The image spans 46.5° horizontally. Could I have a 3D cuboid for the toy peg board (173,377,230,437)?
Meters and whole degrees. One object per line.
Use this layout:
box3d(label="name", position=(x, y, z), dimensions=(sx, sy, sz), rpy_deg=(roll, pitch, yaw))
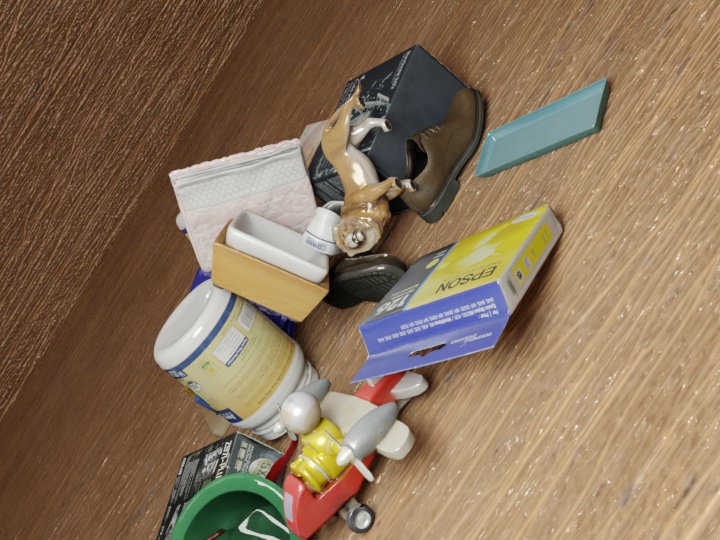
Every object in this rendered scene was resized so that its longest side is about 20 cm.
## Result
box3d(label="toy peg board", position=(-0.240, 0.139, 1.408), dimensions=(0.202, 0.097, 0.199), rpy_deg=(-59, 24, -1))

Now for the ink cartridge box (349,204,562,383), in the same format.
box3d(label="ink cartridge box", position=(0.092, 0.025, 0.872), dimensions=(0.196, 0.047, 0.200), rpy_deg=(-21, 16, 43))

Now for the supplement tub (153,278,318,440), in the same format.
box3d(label="supplement tub", position=(-0.166, 0.123, 1.143), dimensions=(0.144, 0.200, 0.145), rpy_deg=(-38, 23, 20))

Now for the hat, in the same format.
box3d(label="hat", position=(-0.117, 0.326, 1.029), dimensions=(0.200, 0.165, 0.176), rpy_deg=(-47, -16, 0))

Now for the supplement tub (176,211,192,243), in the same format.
box3d(label="supplement tub", position=(-0.188, -0.053, 1.371), dimensions=(0.145, 0.201, 0.146), rpy_deg=(-38, 12, 10))

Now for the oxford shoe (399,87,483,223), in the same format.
box3d(label="oxford shoe", position=(0.108, -0.172, 1.129), dimensions=(0.072, 0.084, 0.203), rpy_deg=(-12, 49, 59))

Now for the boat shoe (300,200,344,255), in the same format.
box3d(label="boat shoe", position=(-0.030, -0.066, 1.208), dimensions=(0.200, 0.072, 0.066), rpy_deg=(-51, -17, -79))

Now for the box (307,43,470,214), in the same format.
box3d(label="box", position=(0.037, -0.194, 1.244), dimensions=(0.195, 0.123, 0.203), rpy_deg=(-9, 54, 57))

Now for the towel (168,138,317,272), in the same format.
box3d(label="towel", position=(-0.161, -0.090, 1.230), dimensions=(0.196, 0.193, 0.033), rpy_deg=(-16, 48, -4))

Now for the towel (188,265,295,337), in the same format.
box3d(label="towel", position=(-0.190, 0.088, 1.294), dimensions=(0.198, 0.049, 0.150), rpy_deg=(29, 103, 29))

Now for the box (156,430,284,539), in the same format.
box3d(label="box", position=(-0.194, 0.337, 1.105), dimensions=(0.163, 0.085, 0.203), rpy_deg=(-32, 36, 45))

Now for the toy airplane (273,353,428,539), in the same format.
box3d(label="toy airplane", position=(-0.020, 0.164, 0.911), dimensions=(0.200, 0.140, 0.201), rpy_deg=(-43, 28, 30))

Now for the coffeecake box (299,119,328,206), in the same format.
box3d(label="coffeecake box", position=(-0.063, -0.183, 1.473), dimensions=(0.199, 0.072, 0.156), rpy_deg=(5, 66, 64))

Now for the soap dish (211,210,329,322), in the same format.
box3d(label="soap dish", position=(-0.120, -0.009, 1.128), dimensions=(0.200, 0.155, 0.082), rpy_deg=(-101, 35, -78))

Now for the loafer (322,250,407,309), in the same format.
box3d(label="loafer", position=(0.000, 0.000, 1.141), dimensions=(0.199, 0.072, 0.072), rpy_deg=(-14, 50, 57))

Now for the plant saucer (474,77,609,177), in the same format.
box3d(label="plant saucer", position=(0.213, -0.163, 0.997), dimensions=(0.199, 0.019, 0.071), rpy_deg=(-17, 47, 54))

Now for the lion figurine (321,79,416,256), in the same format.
box3d(label="lion figurine", position=(-0.006, -0.129, 1.089), dimensions=(0.121, 0.072, 0.204), rpy_deg=(-23, 84, 34))
